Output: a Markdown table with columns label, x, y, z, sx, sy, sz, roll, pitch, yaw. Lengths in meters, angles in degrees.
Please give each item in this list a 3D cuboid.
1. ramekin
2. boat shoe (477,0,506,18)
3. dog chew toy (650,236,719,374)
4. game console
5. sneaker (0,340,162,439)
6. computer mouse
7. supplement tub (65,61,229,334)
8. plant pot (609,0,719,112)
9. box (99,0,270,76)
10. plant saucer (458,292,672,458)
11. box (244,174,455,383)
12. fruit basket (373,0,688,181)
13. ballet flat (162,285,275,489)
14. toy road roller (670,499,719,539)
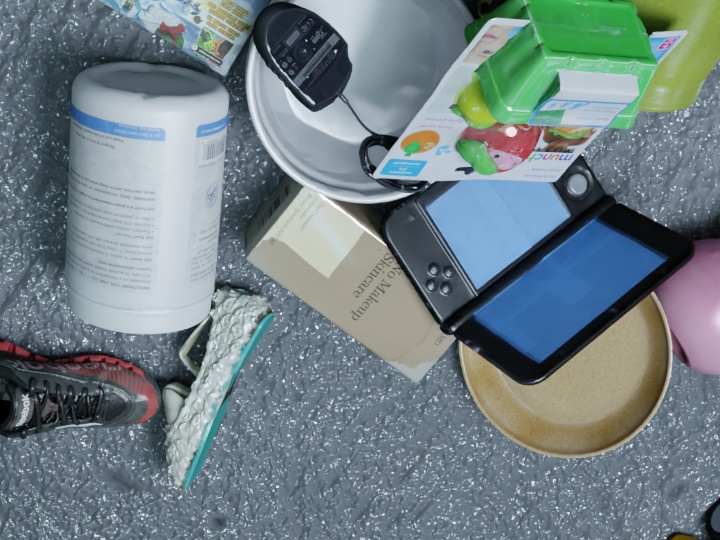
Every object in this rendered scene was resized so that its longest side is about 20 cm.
| label | x | y | z | sx | sy | sz | roll | pitch | yaw |
| --- | --- | --- | --- | --- | --- | --- | --- | --- | --- |
| ramekin | 0.001 | -0.168 | 1.109 | 0.197 | 0.105 | 0.203 | -2 | 112 | -5 |
| boat shoe | 0.127 | -0.201 | 1.122 | 0.059 | 0.072 | 0.205 | -1 | 100 | 13 |
| dog chew toy | 0.362 | 0.005 | 1.210 | 0.199 | 0.125 | 0.125 | -34 | 111 | 0 |
| game console | 0.147 | -0.029 | 1.123 | 0.199 | 0.119 | 0.173 | -36 | 98 | -16 |
| sneaker | -0.278 | 0.115 | 1.199 | 0.198 | 0.098 | 0.072 | 11 | 109 | -11 |
| computer mouse | -0.013 | -0.133 | 1.052 | 0.059 | 0.034 | 0.200 | -46 | 115 | -9 |
| supplement tub | -0.181 | -0.063 | 1.119 | 0.130 | 0.132 | 0.202 | 5 | 111 | -8 |
| plant pot | 0.238 | -0.240 | 1.069 | 0.198 | 0.201 | 0.195 | 7 | 123 | -8 |
| box | -0.161 | -0.270 | 1.087 | 0.199 | 0.040 | 0.138 | 30 | 107 | -16 |
| plant saucer | 0.189 | 0.070 | 1.226 | 0.198 | 0.035 | 0.203 | 3 | 99 | 21 |
| box | 0.000 | 0.000 | 1.190 | 0.199 | 0.078 | 0.095 | 35 | 104 | -17 |
| fruit basket | 0.129 | -0.119 | 1.015 | 0.183 | 0.095 | 0.201 | -1 | 145 | -29 |
| ballet flat | -0.144 | 0.103 | 1.231 | 0.071 | 0.072 | 0.202 | 23 | 103 | -14 |
| toy road roller | 0.370 | 0.336 | 1.325 | 0.200 | 0.146 | 0.123 | -42 | 109 | 11 |
